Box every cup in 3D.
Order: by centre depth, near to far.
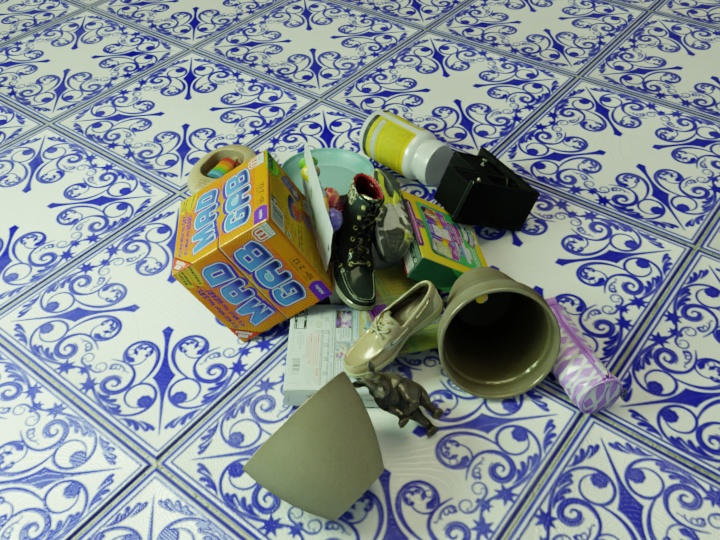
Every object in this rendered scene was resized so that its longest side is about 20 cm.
[{"bbox_3d":[-0.049,0.266,1.108,0.143,0.201,0.200,46,56,9],"label":"cup"}]

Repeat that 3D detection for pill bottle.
[{"bbox_3d":[0.101,-0.273,1.736,0.114,0.116,0.199,-33,50,-30],"label":"pill bottle"}]

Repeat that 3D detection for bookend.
[{"bbox_3d":[0.224,-0.179,1.584,0.196,0.093,0.200,4,32,-37],"label":"bookend"}]

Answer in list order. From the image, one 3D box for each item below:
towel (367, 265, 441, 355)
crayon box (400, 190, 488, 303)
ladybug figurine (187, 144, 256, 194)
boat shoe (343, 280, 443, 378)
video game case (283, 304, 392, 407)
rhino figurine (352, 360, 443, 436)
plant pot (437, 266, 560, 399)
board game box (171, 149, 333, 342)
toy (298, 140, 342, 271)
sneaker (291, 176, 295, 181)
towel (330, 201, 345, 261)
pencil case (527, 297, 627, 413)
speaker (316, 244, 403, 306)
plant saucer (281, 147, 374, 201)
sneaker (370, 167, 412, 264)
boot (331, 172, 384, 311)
[{"bbox_3d":[0.070,0.067,1.374,0.142,0.023,0.201,-6,48,-32],"label":"towel"},{"bbox_3d":[0.150,-0.045,1.464,0.170,0.059,0.202,21,34,-27],"label":"crayon box"},{"bbox_3d":[-0.301,-0.202,1.703,0.134,0.073,0.201,18,45,20],"label":"ladybug figurine"},{"bbox_3d":[0.047,0.092,1.262,0.199,0.065,0.072,-38,49,-4],"label":"boat shoe"},{"bbox_3d":[-0.035,0.143,1.329,0.178,0.046,0.202,0,42,1],"label":"video game case"},{"bbox_3d":[0.052,0.190,1.178,0.060,0.199,0.088,-49,50,7],"label":"rhino figurine"},{"bbox_3d":[0.216,0.082,1.300,0.196,0.203,0.174,-3,26,-2],"label":"plant pot"},{"bbox_3d":[-0.187,-0.042,1.374,0.198,0.200,0.202,-28,39,16],"label":"board game box"},{"bbox_3d":[-0.061,-0.115,1.344,0.046,0.116,0.202,-11,58,-15],"label":"toy"},{"bbox_3d":[-0.121,-0.118,1.616,0.085,0.081,0.202,1,49,-14],"label":"sneaker"},{"bbox_3d":[-0.017,-0.104,1.559,0.143,0.022,0.202,-27,33,31],"label":"towel"},{"bbox_3d":[0.351,0.143,1.286,0.083,0.087,0.201,-14,42,-16],"label":"pencil case"},{"bbox_3d":[0.000,0.000,1.462,0.198,0.082,0.081,-29,48,-27],"label":"speaker"},{"bbox_3d":[-0.069,-0.191,1.606,0.196,0.036,0.201,0,36,0],"label":"plant saucer"},{"bbox_3d":[0.043,-0.089,1.428,0.073,0.085,0.203,13,52,-22],"label":"sneaker"},{"bbox_3d":[-0.001,-0.050,1.329,0.072,0.155,0.206,4,45,-19],"label":"boot"}]
